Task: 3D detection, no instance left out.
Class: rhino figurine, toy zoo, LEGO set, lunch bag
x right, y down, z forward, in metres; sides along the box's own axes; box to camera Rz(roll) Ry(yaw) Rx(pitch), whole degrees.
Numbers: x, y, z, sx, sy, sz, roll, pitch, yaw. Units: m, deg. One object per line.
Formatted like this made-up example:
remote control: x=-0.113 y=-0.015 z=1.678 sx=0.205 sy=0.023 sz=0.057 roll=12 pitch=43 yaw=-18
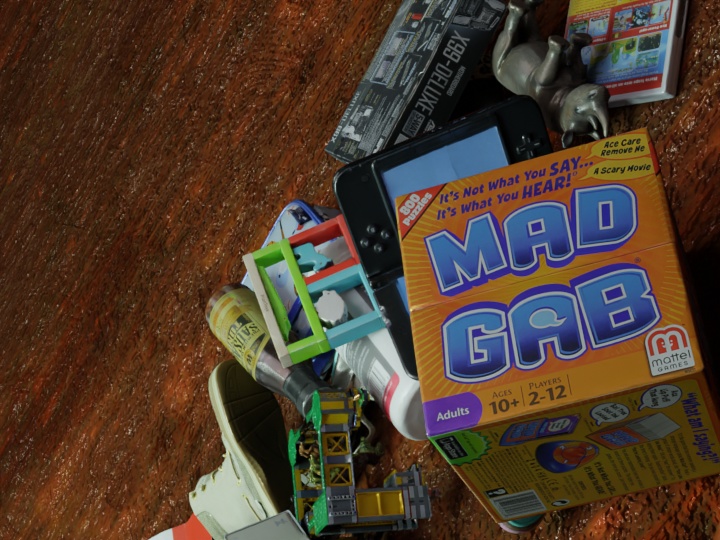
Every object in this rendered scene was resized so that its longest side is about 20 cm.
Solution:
rhino figurine: x=0.178 y=-0.173 z=1.376 sx=0.200 sy=0.059 sz=0.088 roll=-123 pitch=39 yaw=-47
toy zoo: x=0.000 y=0.000 z=1.413 sx=0.199 sy=0.021 sz=0.132 roll=-23 pitch=51 yaw=-2
LEGO set: x=0.005 y=0.191 z=1.433 sx=0.200 sy=0.115 sz=0.155 roll=112 pitch=153 yaw=-58
lunch bag: x=-0.061 y=0.029 z=1.649 sx=0.201 sy=0.075 sz=0.160 roll=-61 pitch=39 yaw=19

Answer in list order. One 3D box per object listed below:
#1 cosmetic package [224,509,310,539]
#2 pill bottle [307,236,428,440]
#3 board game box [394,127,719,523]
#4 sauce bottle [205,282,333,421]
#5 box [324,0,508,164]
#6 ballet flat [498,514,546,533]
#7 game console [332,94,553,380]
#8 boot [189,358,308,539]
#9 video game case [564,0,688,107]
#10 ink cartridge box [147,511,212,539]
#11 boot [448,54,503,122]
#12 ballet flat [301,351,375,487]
cosmetic package: x=-0.070 y=0.344 z=1.447 sx=0.104 sy=0.073 sz=0.201 roll=-133 pitch=30 yaw=-52
pill bottle: x=0.031 y=0.057 z=1.446 sx=0.200 sy=0.110 sz=0.111 roll=51 pitch=118 yaw=37
board game box: x=0.159 y=0.049 z=1.158 sx=0.198 sy=0.200 sz=0.201 roll=-15 pitch=59 yaw=14
sauce bottle: x=-0.091 y=0.084 z=1.566 sx=0.200 sy=0.066 sz=0.066 roll=40 pitch=109 yaw=46
box: x=0.050 y=-0.184 z=1.481 sx=0.201 sy=0.050 sz=0.158 roll=-62 pitch=21 yaw=1
ballet flat: x=0.143 y=0.135 z=1.337 sx=0.071 sy=0.069 sz=0.202 roll=144 pitch=137 yaw=-65
game console: x=0.098 y=-0.031 z=1.326 sx=0.198 sy=0.173 sz=0.119 roll=-22 pitch=26 yaw=-2
boot: x=-0.136 y=0.205 z=1.633 sx=0.154 sy=0.072 sz=0.201 roll=-27 pitch=88 yaw=50
video game case: x=0.243 y=-0.247 z=1.385 sx=0.142 sy=0.017 sz=0.202 roll=-2 pitch=75 yaw=54
ink cartridge box: x=-0.218 y=0.371 z=1.716 sx=0.201 sy=0.057 sz=0.164 roll=118 pitch=148 yaw=-46
boot: x=0.086 y=-0.106 z=1.500 sx=0.200 sy=0.073 sz=0.152 roll=-46 pitch=38 yaw=46
ballet flat: x=-0.004 y=0.134 z=1.550 sx=0.063 sy=0.067 sz=0.202 roll=24 pitch=98 yaw=27
